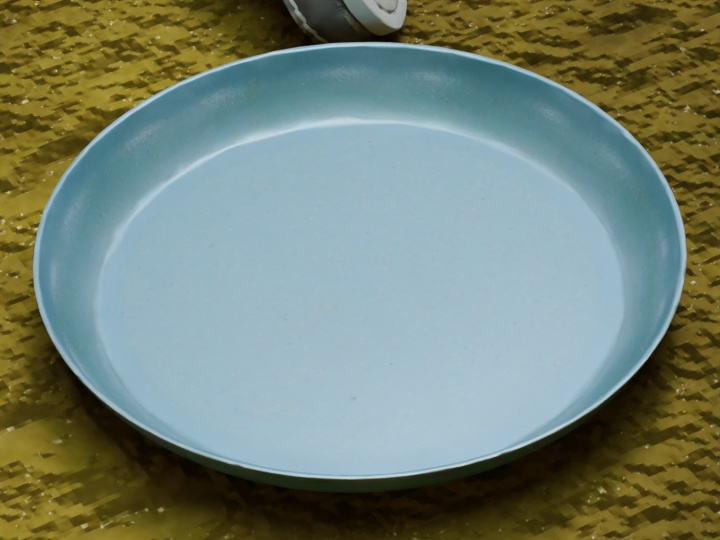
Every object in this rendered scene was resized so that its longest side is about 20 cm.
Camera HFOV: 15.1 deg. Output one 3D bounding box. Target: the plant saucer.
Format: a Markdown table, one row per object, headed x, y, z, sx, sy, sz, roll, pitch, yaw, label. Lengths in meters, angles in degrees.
| x | y | z | sx | sy | sz | roll | pitch | yaw | label |
| --- | --- | --- | --- | --- | --- | --- | --- | --- | --- |
| 0.000 | 0.000 | 0.838 | 0.200 | 0.027 | 0.200 | -2 | 43 | 1 | plant saucer |

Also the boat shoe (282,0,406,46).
| x | y | z | sx | sy | sz | roll | pitch | yaw | label |
| --- | --- | --- | --- | --- | --- | --- | --- | --- | --- |
| -0.038 | -0.147 | 0.974 | 0.059 | 0.072 | 0.200 | -29 | 53 | 11 | boat shoe |
